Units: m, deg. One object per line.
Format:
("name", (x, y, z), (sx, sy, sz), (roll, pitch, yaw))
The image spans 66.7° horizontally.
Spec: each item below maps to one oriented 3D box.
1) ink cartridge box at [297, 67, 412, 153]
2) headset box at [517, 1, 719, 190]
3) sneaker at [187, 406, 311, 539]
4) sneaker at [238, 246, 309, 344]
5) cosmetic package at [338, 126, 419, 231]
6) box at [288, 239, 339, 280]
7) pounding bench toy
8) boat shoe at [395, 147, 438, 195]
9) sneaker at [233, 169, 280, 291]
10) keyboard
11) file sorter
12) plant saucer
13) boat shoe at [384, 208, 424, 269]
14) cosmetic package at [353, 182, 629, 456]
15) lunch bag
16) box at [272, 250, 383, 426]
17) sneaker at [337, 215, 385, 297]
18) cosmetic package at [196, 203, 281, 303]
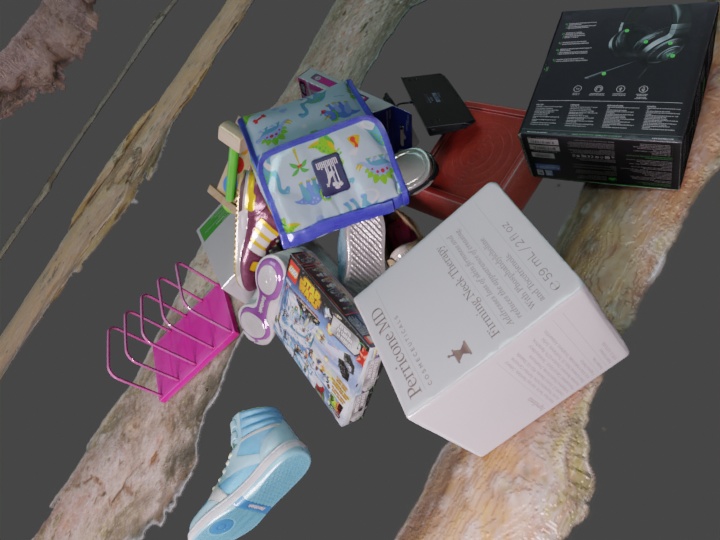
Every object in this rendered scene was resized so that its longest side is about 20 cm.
("ink cartridge box", (-0.008, -0.226, 0.823), (0.199, 0.095, 0.037), (31, 61, 26))
("headset box", (0.305, -0.212, 0.647), (0.172, 0.093, 0.202), (12, 72, 33))
("sneaker", (-0.168, 0.276, 0.762), (0.199, 0.080, 0.131), (-40, 46, -1))
("sneaker", (-0.130, 0.044, 0.868), (0.075, 0.099, 0.201), (42, 130, 13))
("cosmetic package", (-0.007, -0.173, 0.900), (0.101, 0.071, 0.201), (37, 89, 27))
("box", (-0.067, -0.013, 0.889), (0.042, 0.039, 0.200), (-50, 43, 4))
("pounding bench toy", (-0.178, -0.152, 0.903), (0.124, 0.199, 0.157), (38, 109, 24))
("boat shoe", (0.021, -0.122, 0.811), (0.197, 0.060, 0.077), (-11, 85, 25))
("sneaker", (-0.144, -0.052, 0.839), (0.089, 0.202, 0.075), (5, 32, -4))
("keyboard", (0.093, -0.258, 0.849), (0.125, 0.021, 0.201), (-7, 39, -3))
("file sorter", (-0.342, 0.105, 0.982), (0.200, 0.125, 0.140), (-41, 44, 11))
("plant saucer", (0.172, -0.160, 0.787), (0.199, 0.037, 0.201), (30, 84, 46))
("boat shoe", (0.066, -0.013, 0.755), (0.073, 0.069, 0.201), (-38, 45, 14))
("cosmetic package", (0.135, 0.057, 0.583), (0.199, 0.166, 0.168), (-40, 45, 13))
("lunch bag", (-0.049, -0.130, 0.701), (0.168, 0.128, 0.202), (-21, 56, -5))
("box", (-0.047, 0.086, 0.738), (0.200, 0.039, 0.138), (47, 132, 37))
("sneaker", (0.000, 0.000, 0.779), (0.082, 0.073, 0.203), (-123, 40, -74))
("cosmetic package", (-0.216, -0.040, 1.001), (0.108, 0.085, 0.200), (-45, 42, 5))
